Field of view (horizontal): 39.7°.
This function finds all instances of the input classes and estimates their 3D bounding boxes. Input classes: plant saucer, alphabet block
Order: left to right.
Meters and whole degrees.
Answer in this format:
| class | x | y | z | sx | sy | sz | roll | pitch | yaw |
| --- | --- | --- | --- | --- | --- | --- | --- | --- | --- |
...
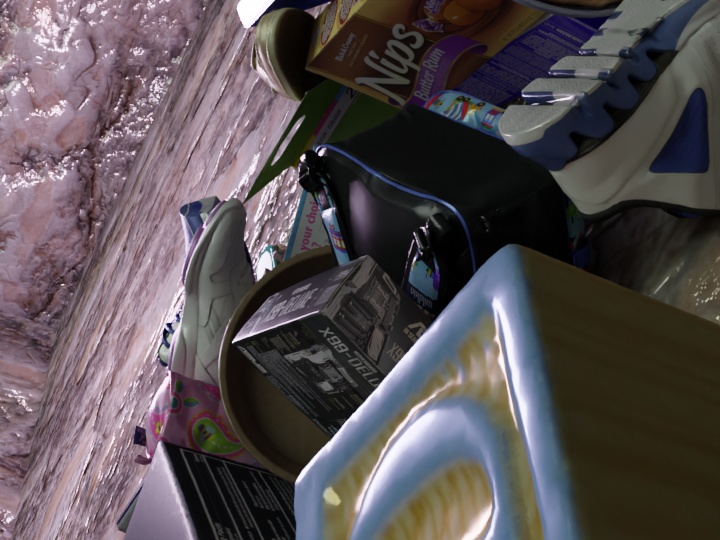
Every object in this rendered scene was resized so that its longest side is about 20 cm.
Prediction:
| class | x | y | z | sx | sy | sz | roll | pitch | yaw |
| --- | --- | --- | --- | --- | --- | --- | --- | --- | --- |
| plant saucer | -0.014 | 0.077 | 0.796 | 0.029 | 0.199 | 0.201 | 70 | -148 | -70 |
| alphabet block | 0.101 | 0.141 | 0.404 | 0.195 | 0.200 | 0.197 | -51 | 28 | 38 |

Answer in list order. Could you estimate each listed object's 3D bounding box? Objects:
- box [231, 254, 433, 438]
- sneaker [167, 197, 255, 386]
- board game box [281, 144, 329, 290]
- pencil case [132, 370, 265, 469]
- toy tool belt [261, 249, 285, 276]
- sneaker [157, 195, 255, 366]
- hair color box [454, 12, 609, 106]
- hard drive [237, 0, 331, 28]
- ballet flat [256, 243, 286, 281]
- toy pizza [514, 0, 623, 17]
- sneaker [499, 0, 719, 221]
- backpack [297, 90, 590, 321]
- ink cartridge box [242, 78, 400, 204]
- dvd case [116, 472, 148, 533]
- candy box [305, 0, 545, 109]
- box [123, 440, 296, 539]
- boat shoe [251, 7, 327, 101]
| class | x | y | z | sx | sy | sz | roll | pitch | yaw |
| --- | --- | --- | --- | --- | --- | --- | --- | --- | --- |
| box | 0.024 | 0.089 | 0.641 | 0.050 | 0.200 | 0.158 | -49 | 11 | -26 |
| sneaker | -0.111 | 0.030 | 0.886 | 0.075 | 0.099 | 0.200 | -74 | -3 | -63 |
| board game box | 0.000 | 0.000 | 0.867 | 0.034 | 0.134 | 0.201 | 100 | -176 | -73 |
| pencil case | -0.088 | 0.151 | 0.854 | 0.087 | 0.199 | 0.088 | -163 | 90 | -73 |
| toy tool belt | -0.039 | 0.004 | 0.975 | 0.125 | 0.123 | 0.200 | -60 | 22 | 22 |
| sneaker | -0.151 | 0.039 | 0.962 | 0.081 | 0.115 | 0.200 | -93 | -16 | -75 |
| hair color box | 0.136 | -0.212 | 0.829 | 0.200 | 0.065 | 0.110 | -17 | 56 | 62 |
| hard drive | 0.000 | -0.271 | 0.886 | 0.025 | 0.200 | 0.132 | 68 | 159 | -5 |
| ballet flat | -0.076 | 0.047 | 1.103 | 0.068 | 0.067 | 0.200 | -46 | 31 | 34 |
| toy pizza | 0.130 | -0.260 | 0.696 | 0.032 | 0.200 | 0.201 | 122 | 158 | -55 |
| sneaker | 0.183 | -0.097 | 0.574 | 0.199 | 0.115 | 0.081 | -39 | 24 | -5 |
| backpack | 0.066 | 0.002 | 0.684 | 0.182 | 0.134 | 0.200 | 32 | 143 | 49 |
| ink cartridge box | -0.011 | -0.126 | 0.963 | 0.148 | 0.076 | 0.200 | -53 | -5 | 38 |
| dvd case | -0.133 | 0.220 | 0.970 | 0.200 | 0.150 | 0.025 | -53 | 17 | 36 |
| candy box | 0.049 | -0.202 | 0.785 | 0.200 | 0.116 | 0.057 | -33 | 43 | 57 |
| box | -0.061 | 0.232 | 0.718 | 0.124 | 0.198 | 0.200 | -68 | 21 | 3 |
| boat shoe | -0.070 | -0.191 | 0.907 | 0.200 | 0.065 | 0.072 | 1 | -78 | -80 |
